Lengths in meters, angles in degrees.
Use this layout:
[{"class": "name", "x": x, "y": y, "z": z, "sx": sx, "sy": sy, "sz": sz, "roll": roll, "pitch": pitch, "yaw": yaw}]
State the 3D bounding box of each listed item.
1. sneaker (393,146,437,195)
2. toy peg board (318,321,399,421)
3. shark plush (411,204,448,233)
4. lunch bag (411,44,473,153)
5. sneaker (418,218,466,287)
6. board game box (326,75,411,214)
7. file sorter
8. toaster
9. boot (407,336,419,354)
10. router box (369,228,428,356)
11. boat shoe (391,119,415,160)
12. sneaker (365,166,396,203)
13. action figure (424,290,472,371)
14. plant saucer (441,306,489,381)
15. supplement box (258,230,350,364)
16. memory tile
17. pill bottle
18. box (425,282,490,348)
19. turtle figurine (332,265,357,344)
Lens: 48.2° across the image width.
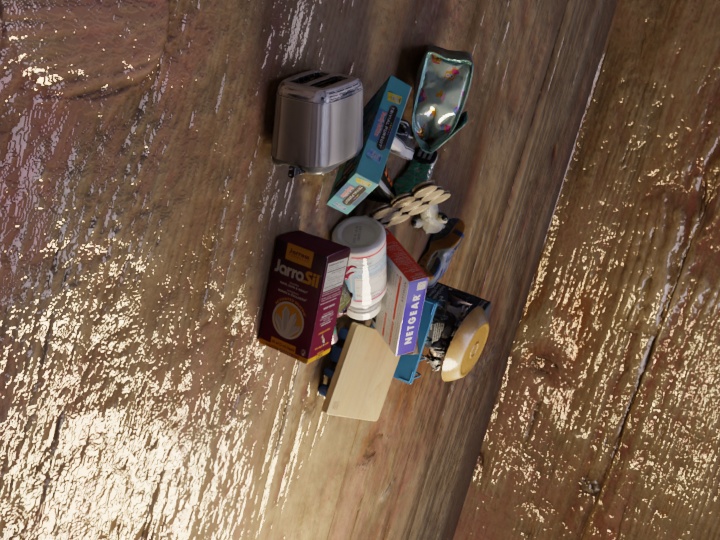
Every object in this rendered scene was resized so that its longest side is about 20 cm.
[{"class": "sneaker", "x": 0.122, "y": -0.183, "z": 1.801, "sx": 0.201, "sy": 0.073, "sz": 0.088, "roll": -57, "pitch": 159, "yaw": -32}, {"class": "toy peg board", "x": -0.018, "y": 0.218, "z": 1.803, "sx": 0.198, "sy": 0.097, "sz": 0.203, "roll": 21, "pitch": 88, "yaw": -52}, {"class": "shark plush", "x": 0.189, "y": -0.140, "z": 2.004, "sx": 0.199, "sy": 0.089, "sz": 0.085, "roll": 27, "pitch": 53, "yaw": -63}, {"class": "lunch bag", "x": 0.165, "y": -0.348, "z": 1.655, "sx": 0.171, "sy": 0.120, "sz": 0.204, "roll": -72, "pitch": 173, "yaw": -70}, {"class": "sneaker", "x": 0.212, "y": -0.047, "z": 2.131, "sx": 0.201, "sy": 0.075, "sz": 0.088, "roll": -54, "pitch": 157, "yaw": -13}, {"class": "board game box", "x": 0.014, "y": -0.217, "z": 1.412, "sx": 0.151, "sy": 0.046, "sz": 0.203, "roll": -36, "pitch": -147, "yaw": 64}, {"class": "file sorter", "x": 0.107, "y": 0.150, "z": 1.950, "sx": 0.122, "sy": 0.137, "sz": 0.203, "roll": 4, "pitch": 104, "yaw": -70}, {"class": "toaster", "x": -0.069, "y": -0.235, "z": 1.262, "sx": 0.200, "sy": 0.112, "sz": 0.131, "roll": -38, "pitch": 138, "yaw": -55}, {"class": "boot", "x": 0.095, "y": 0.082, "z": 1.817, "sx": 0.187, "sy": 0.063, "sz": 0.204, "roll": -95, "pitch": 176, "yaw": -77}, {"class": "router box", "x": 0.065, "y": 0.046, "z": 1.699, "sx": 0.048, "sy": 0.180, "sz": 0.203, "roll": -12, "pitch": 132, "yaw": -25}, {"class": "boat shoe", "x": 0.073, "y": -0.271, "z": 1.613, "sx": 0.199, "sy": 0.071, "sz": 0.069, "roll": 5, "pitch": 106, "yaw": -70}, {"class": "sneaker", "x": 0.034, "y": -0.196, "z": 1.588, "sx": 0.200, "sy": 0.069, "sz": 0.092, "roll": 37, "pitch": 65, "yaw": -70}, {"class": "action figure", "x": 0.210, "y": 0.154, "z": 1.946, "sx": 0.130, "sy": 0.068, "sz": 0.203, "roll": -37, "pitch": 146, "yaw": -73}, {"class": "plant saucer", "x": 0.262, "y": 0.186, "z": 1.951, "sx": 0.200, "sy": 0.035, "sz": 0.202, "roll": -46, "pitch": 151, "yaw": -35}, {"class": "supplement box", "x": -0.099, "y": 0.045, "z": 1.417, "sx": 0.085, "sy": 0.109, "sz": 0.204, "roll": -21, "pitch": 127, "yaw": -60}, {"class": "memory tile", "x": 0.082, "y": -0.126, "z": 1.646, "sx": 0.153, "sy": 0.198, "sz": 0.017, "roll": 7, "pitch": 59, "yaw": -66}, {"class": "pill bottle", "x": 0.000, "y": 0.000, "z": 1.615, "sx": 0.109, "sy": 0.107, "sz": 0.202, "roll": -51, "pitch": 151, "yaw": -38}, {"class": "box", "x": 0.220, "y": 0.128, "z": 2.113, "sx": 0.148, "sy": 0.197, "sz": 0.109, "roll": -44, "pitch": 147, "yaw": -47}, {"class": "turtle figurine", "x": -0.065, "y": 0.053, "z": 1.533, "sx": 0.151, "sy": 0.099, "sz": 0.201, "roll": -57, "pitch": 160, "yaw": -29}]
